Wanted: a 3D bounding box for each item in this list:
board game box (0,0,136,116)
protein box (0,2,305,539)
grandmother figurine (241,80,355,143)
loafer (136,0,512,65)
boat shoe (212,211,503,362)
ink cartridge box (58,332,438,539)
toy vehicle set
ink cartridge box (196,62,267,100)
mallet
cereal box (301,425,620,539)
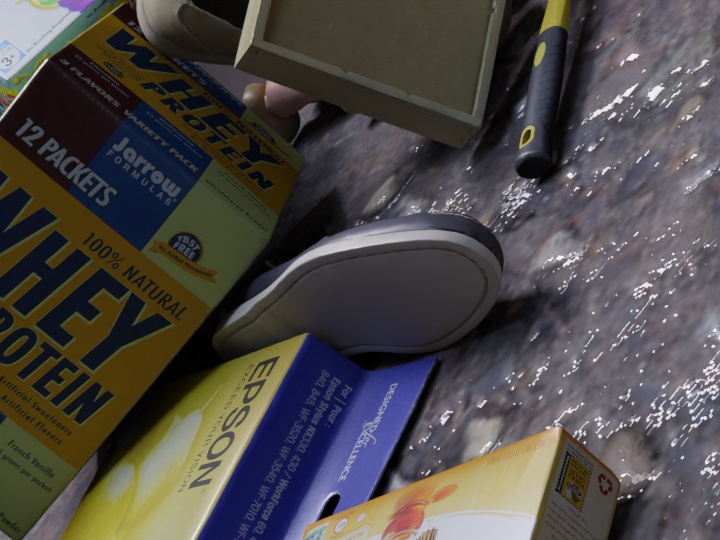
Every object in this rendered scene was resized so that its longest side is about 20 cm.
[{"bbox_3d":[-0.174,-0.109,1.191,0.103,0.200,0.105,35,72,30],"label":"board game box"},{"bbox_3d":[-0.147,-0.007,1.018,0.200,0.135,0.199,-49,7,14],"label":"protein box"},{"bbox_3d":[0.015,-0.146,1.138,0.199,0.060,0.122,-22,60,43],"label":"grandmother figurine"},{"bbox_3d":[-0.017,-0.136,1.023,0.068,0.198,0.076,135,133,-82],"label":"loafer"},{"bbox_3d":[0.000,0.000,0.895,0.200,0.072,0.063,-25,34,54],"label":"boat shoe"},{"bbox_3d":[-0.076,0.121,0.873,0.199,0.047,0.198,-25,29,50],"label":"ink cartridge box"},{"bbox_3d":[0.017,-0.172,0.998,0.027,0.123,0.202,138,147,-61],"label":"toy vehicle set"},{"bbox_3d":[-0.051,-0.212,1.349,0.117,0.067,0.201,-38,24,28],"label":"ink cartridge box"},{"bbox_3d":[0.089,-0.115,0.974,0.066,0.041,0.201,-27,34,44],"label":"mallet"},{"bbox_3d":[0.006,0.157,0.661,0.143,0.039,0.201,-28,30,42],"label":"cereal box"}]
